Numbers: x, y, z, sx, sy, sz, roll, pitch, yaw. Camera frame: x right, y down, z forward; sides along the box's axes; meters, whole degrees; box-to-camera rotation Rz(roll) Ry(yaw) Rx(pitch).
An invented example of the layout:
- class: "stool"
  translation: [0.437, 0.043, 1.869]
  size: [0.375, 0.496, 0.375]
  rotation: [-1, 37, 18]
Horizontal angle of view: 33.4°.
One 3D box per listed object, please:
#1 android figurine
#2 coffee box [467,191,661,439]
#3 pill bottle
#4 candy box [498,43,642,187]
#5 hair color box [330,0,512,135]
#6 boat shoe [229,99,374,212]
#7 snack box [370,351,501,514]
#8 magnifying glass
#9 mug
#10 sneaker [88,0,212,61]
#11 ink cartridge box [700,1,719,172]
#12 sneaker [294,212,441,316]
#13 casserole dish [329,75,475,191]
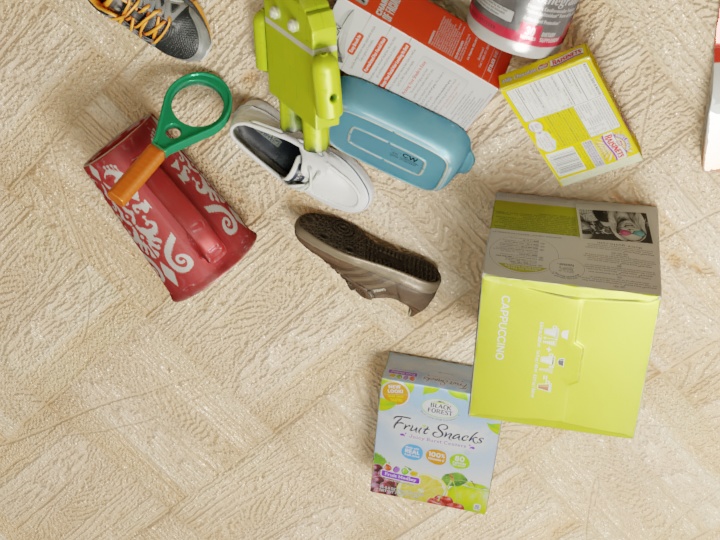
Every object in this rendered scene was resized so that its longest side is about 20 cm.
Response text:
- class: "android figurine"
  translation: [-0.069, -0.237, 1.328]
  size: [0.041, 0.182, 0.202]
  rotation: [-18, 128, -23]
- class: "coffee box"
  translation: [0.237, 0.049, 1.404]
  size: [0.197, 0.199, 0.202]
  rotation: [7, 123, 8]
- class: "pill bottle"
  translation: [0.188, -0.331, 1.231]
  size: [0.109, 0.111, 0.202]
  rotation: [18, 124, 1]
- class: "candy box"
  translation: [0.235, -0.166, 1.322]
  size: [0.101, 0.027, 0.200]
  rotation: [-19, 144, 20]
- class: "hair color box"
  translation: [0.055, -0.242, 1.323]
  size: [0.198, 0.065, 0.111]
  rotation: [28, 150, -7]
- class: "boat shoe"
  translation: [-0.074, -0.125, 1.445]
  size: [0.198, 0.066, 0.074]
  rotation: [31, 123, -7]
- class: "snack box"
  translation: [0.104, 0.221, 1.621]
  size: [0.166, 0.068, 0.203]
  rotation: [9, 121, 8]
- class: "magnifying glass"
  translation: [-0.223, -0.153, 1.395]
  size: [0.079, 0.201, 0.022]
  rotation: [33, 154, 8]
- class: "mug"
  translation: [-0.224, -0.086, 1.461]
  size: [0.176, 0.134, 0.201]
  rotation: [-18, 114, 48]
- class: "sneaker"
  translation: [-0.258, -0.303, 1.369]
  size: [0.199, 0.078, 0.078]
  rotation: [36, 121, -13]
- class: "ink cartridge box"
  translation: [0.459, -0.199, 1.291]
  size: [0.159, 0.050, 0.202]
  rotation: [4, 125, 10]
- class: "sneaker"
  translation: [0.000, 0.000, 1.504]
  size: [0.198, 0.071, 0.076]
  rotation: [25, 125, -3]
- class: "casserole dish"
  translation: [0.036, -0.151, 1.386]
  size: [0.198, 0.039, 0.121]
  rotation: [25, 154, 0]
